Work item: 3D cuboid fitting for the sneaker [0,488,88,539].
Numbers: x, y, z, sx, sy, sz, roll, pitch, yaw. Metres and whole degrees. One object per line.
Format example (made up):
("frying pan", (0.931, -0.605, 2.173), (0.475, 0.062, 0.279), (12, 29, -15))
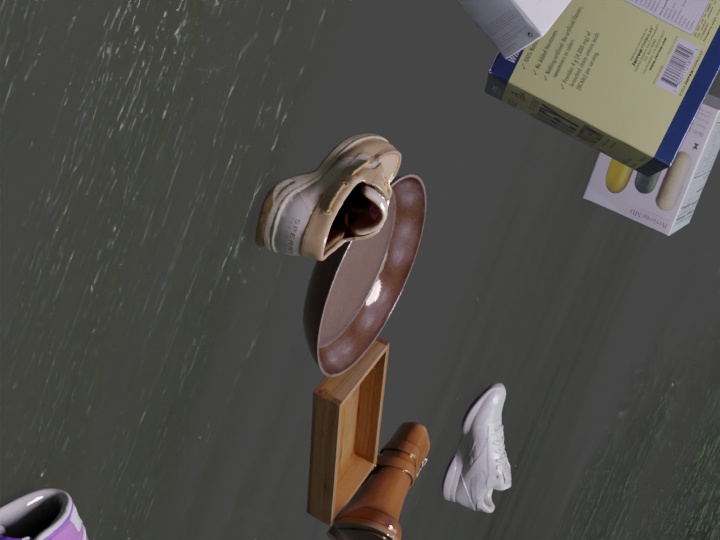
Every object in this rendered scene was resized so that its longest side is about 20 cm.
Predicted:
("sneaker", (-0.238, 0.222, 0.849), (0.201, 0.072, 0.115), (-61, 160, -45))

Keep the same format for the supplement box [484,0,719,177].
("supplement box", (0.255, -0.231, 1.362), (0.202, 0.198, 0.134), (-63, 177, 1))

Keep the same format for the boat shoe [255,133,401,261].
("boat shoe", (-0.010, -0.054, 1.114), (0.200, 0.068, 0.075), (-39, 148, -52))

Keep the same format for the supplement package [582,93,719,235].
("supplement package", (0.461, -0.183, 2.097), (0.150, 0.150, 0.203), (-21, 133, -63))

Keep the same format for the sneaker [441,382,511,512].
("sneaker", (0.189, 0.259, 1.985), (0.075, 0.099, 0.203), (-25, 134, -59))

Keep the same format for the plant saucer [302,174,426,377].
("plant saucer", (0.000, 0.000, 1.263), (0.201, 0.034, 0.202), (-54, 159, -32))

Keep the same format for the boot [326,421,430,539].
("boot", (0.037, 0.244, 1.523), (0.156, 0.076, 0.200), (-54, 178, -16))

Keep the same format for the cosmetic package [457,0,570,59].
("cosmetic package", (0.126, -0.287, 1.080), (0.051, 0.151, 0.200), (-24, -158, 52))

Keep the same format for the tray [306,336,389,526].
("tray", (-0.015, 0.166, 1.421), (0.099, 0.037, 0.202), (-49, 154, -39))
